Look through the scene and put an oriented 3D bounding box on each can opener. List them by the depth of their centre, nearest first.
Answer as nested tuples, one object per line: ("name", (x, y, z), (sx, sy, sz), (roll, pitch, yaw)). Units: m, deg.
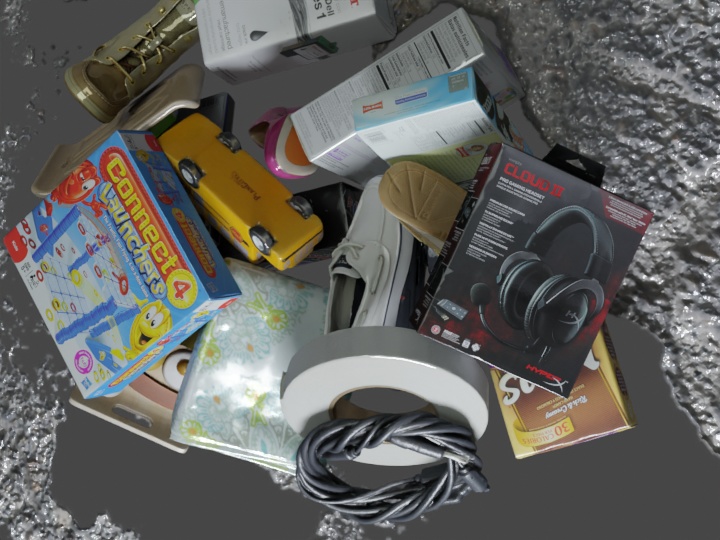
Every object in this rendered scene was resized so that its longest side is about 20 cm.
("can opener", (0.050, 0.024, 1.094), (0.078, 0.063, 0.201), (10, 89, 31))

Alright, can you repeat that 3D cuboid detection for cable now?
("cable", (0.019, 0.195, 1.045), (0.199, 0.163, 0.051), (-11, 51, 23))

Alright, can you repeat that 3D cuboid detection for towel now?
("towel", (-0.091, 0.105, 1.105), (0.171, 0.048, 0.201), (18, 96, -15))

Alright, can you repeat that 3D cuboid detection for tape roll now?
("tape roll", (0.023, 0.125, 1.030), (0.202, 0.203, 0.037), (-12, 48, 21))

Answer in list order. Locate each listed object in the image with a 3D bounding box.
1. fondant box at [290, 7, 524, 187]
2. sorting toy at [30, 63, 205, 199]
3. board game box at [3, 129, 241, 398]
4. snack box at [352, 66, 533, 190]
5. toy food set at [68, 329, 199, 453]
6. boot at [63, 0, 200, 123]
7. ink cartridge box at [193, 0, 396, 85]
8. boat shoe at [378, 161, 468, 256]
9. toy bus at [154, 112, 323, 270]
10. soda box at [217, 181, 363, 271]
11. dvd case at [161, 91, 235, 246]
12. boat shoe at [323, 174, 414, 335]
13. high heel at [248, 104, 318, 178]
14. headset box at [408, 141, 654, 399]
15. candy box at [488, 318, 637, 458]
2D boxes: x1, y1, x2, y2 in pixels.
("fondant box", (0.050, -0.166, 1.069), (0.200, 0.144, 0.058), (-28, 73, 18))
("sorting toy", (-0.260, -0.153, 1.181), (0.200, 0.185, 0.037), (-30, 112, 7))
("board game box", (-0.246, -0.005, 1.082), (0.196, 0.056, 0.200), (-37, 77, 26))
("snack box", (0.086, -0.122, 1.019), (0.116, 0.200, 0.037), (-12, 69, 21))
("toy food set", (-0.216, 0.088, 1.154), (0.143, 0.060, 0.200), (25, 110, -6))
("boot", (-0.240, -0.244, 1.185), (0.155, 0.200, 0.073), (-35, 104, 13))
("ink cartridge box", (-0.075, -0.304, 1.158), (0.199, 0.084, 0.147), (-14, 80, 15))
("boat shoe", (0.107, -0.036, 1.018), (0.200, 0.069, 0.074), (37, 90, 2))
("toy bus", (-0.128, -0.076, 1.093), (0.200, 0.078, 0.065), (42, 64, 18))
("soda box", (-0.091, -0.038, 1.161), (0.199, 0.063, 0.071), (-12, 80, 22))
("dvd case", (-0.218, -0.100, 1.199), (0.150, 0.025, 0.201), (-12, 55, 22))
("boat shoe", (0.000, 0.000, 1.057), (0.072, 0.066, 0.201), (10, 88, 49))
("high heel", (-0.094, -0.131, 1.108), (0.096, 0.200, 0.067), (-17, 114, 16))
("headset box", (0.152, -0.011, 0.944), (0.149, 0.077, 0.200), (25, 95, -5))
("candy box", (0.183, 0.070, 1.039), (0.116, 0.056, 0.201), (-20, 78, 20))
